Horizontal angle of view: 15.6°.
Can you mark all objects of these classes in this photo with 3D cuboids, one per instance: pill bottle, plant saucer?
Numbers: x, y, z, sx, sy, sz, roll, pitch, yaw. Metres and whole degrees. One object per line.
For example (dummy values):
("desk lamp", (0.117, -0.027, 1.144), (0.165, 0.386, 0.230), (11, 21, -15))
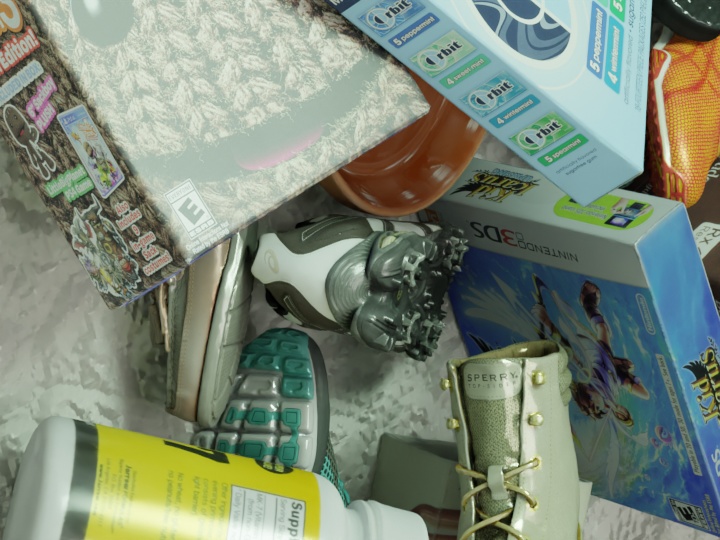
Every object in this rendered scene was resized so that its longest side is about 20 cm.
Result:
("pill bottle", (-0.074, 0.147, 1.304), (0.198, 0.114, 0.115), (14, 91, -14))
("plant saucer", (0.019, -0.130, 1.401), (0.200, 0.032, 0.202), (-25, 121, -51))

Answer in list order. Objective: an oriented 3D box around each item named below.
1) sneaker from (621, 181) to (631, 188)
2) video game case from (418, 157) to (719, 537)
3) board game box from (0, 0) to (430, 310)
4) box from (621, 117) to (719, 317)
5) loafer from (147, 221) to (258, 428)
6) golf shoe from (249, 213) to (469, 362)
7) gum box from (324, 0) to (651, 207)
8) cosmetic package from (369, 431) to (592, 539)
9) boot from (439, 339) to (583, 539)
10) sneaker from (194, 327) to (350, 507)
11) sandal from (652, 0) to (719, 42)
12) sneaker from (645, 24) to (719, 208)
("sneaker", (0.130, -0.144, 1.472), (0.141, 0.077, 0.200), (-67, 154, -22))
("video game case", (0.128, 0.042, 1.460), (0.045, 0.181, 0.201), (-36, 121, -27))
("board game box", (-0.093, -0.113, 1.238), (0.159, 0.097, 0.201), (-34, 93, -30))
("box", (0.234, 0.012, 1.534), (0.166, 0.199, 0.165), (-41, 123, -27))
("loafer", (-0.084, -0.022, 1.352), (0.072, 0.062, 0.202), (-28, 128, -82))
("golf shoe", (0.000, 0.000, 1.398), (0.200, 0.094, 0.078), (27, 80, -77))
("gum box", (0.063, -0.154, 1.289), (0.200, 0.044, 0.171), (36, 43, -28))
("cosmetic package", (0.052, 0.202, 1.482), (0.103, 0.087, 0.202), (9, 93, -27))
("boot", (0.070, 0.122, 1.344), (0.200, 0.071, 0.156), (-29, 116, -67))
("sneaker", (-0.038, 0.126, 1.421), (0.091, 0.077, 0.202), (-14, 113, -55))
("sandal", (0.193, -0.215, 1.533), (0.075, 0.048, 0.202), (28, 55, -17))
("sneaker", (0.202, -0.106, 1.504), (0.201, 0.076, 0.073), (-70, 162, -48))
